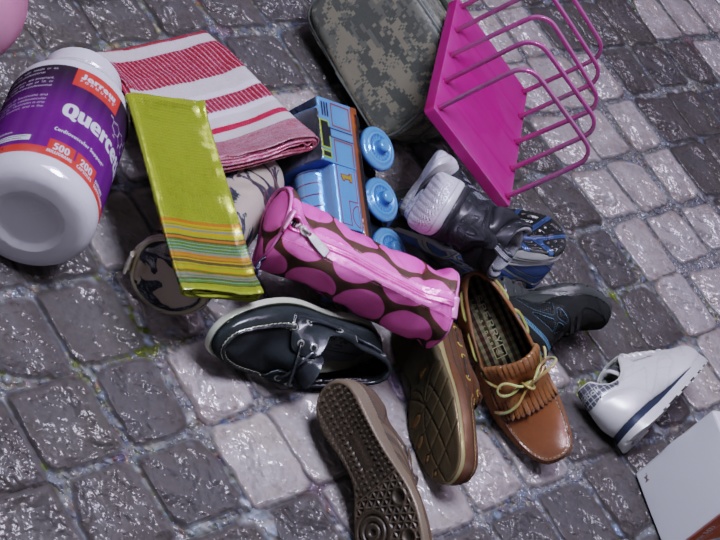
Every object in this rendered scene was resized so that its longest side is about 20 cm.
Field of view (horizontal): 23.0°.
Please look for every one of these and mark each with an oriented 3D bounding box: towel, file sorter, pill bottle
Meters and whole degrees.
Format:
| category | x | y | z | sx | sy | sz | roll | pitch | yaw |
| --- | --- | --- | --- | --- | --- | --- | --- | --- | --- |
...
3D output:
| category | x | y | z | sx | sy | sz | roll | pitch | yaw |
| --- | --- | --- | --- | --- | --- | --- | --- | --- | --- |
| towel | -0.144 | -0.066 | 1.530 | 0.086 | 0.018 | 0.201 | 5 | 58 | -43 |
| file sorter | 0.165 | -0.193 | 1.794 | 0.139 | 0.125 | 0.201 | 50 | 33 | -28 |
| towel | -0.150 | -0.162 | 1.668 | 0.143 | 0.023 | 0.200 | -17 | 48 | -34 |
| pill bottle | -0.263 | -0.105 | 1.521 | 0.112 | 0.113 | 0.201 | 30 | 38 | -17 |

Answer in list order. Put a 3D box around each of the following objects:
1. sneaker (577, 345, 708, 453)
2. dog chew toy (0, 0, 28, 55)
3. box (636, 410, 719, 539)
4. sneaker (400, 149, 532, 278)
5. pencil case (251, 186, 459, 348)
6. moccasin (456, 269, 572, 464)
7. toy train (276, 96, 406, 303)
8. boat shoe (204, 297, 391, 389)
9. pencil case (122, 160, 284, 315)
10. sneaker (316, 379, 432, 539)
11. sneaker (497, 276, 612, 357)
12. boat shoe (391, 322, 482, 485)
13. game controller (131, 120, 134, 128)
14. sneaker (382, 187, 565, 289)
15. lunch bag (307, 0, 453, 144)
| category | x | y | z | sx | sy | sz | roll | pitch | yaw |
| --- | --- | --- | --- | --- | --- | --- | --- | --- | --- |
| sneaker | 0.302 | 0.115 | 1.874 | 0.080 | 0.077 | 0.200 | 41 | 34 | 13 |
| dog chew toy | -0.352 | -0.267 | 1.600 | 0.124 | 0.125 | 0.201 | 32 | 29 | -14 |
| box | 0.404 | 0.226 | 1.810 | 0.199 | 0.124 | 0.098 | 11 | 47 | -35 |
| sneaker | 0.103 | -0.051 | 1.724 | 0.113 | 0.076 | 0.200 | 34 | 11 | -8 |
| pencil case | 0.000 | 0.000 | 1.596 | 0.199 | 0.094 | 0.091 | 24 | 68 | -18 |
| moccasin | 0.150 | 0.092 | 1.715 | 0.078 | 0.073 | 0.203 | 106 | -35 | -83 |
| toy train | -0.023 | -0.066 | 1.702 | 0.114 | 0.086 | 0.202 | 13 | 63 | -44 |
| boat shoe | -0.049 | 0.076 | 1.575 | 0.198 | 0.075 | 0.066 | 13 | 31 | -48 |
| pencil case | -0.141 | -0.040 | 1.601 | 0.089 | 0.078 | 0.200 | 19 | 36 | 9 |
| sneaker | 0.028 | 0.185 | 1.544 | 0.075 | 0.070 | 0.201 | 14 | 50 | -55 |
| sneaker | 0.182 | 0.057 | 1.831 | 0.199 | 0.073 | 0.083 | 3 | 68 | -35 |
| boat shoe | 0.085 | 0.116 | 1.663 | 0.067 | 0.072 | 0.201 | 16 | 41 | -29 |
| game controller | -0.133 | -0.123 | 1.733 | 0.199 | 0.042 | 0.105 | 35 | 51 | -11 |
| sneaker | 0.108 | -0.027 | 1.824 | 0.198 | 0.077 | 0.076 | 16 | 47 | -1 |
| lunch bag | 0.056 | -0.246 | 1.953 | 0.201 | 0.139 | 0.167 | 58 | 20 | 16 |
